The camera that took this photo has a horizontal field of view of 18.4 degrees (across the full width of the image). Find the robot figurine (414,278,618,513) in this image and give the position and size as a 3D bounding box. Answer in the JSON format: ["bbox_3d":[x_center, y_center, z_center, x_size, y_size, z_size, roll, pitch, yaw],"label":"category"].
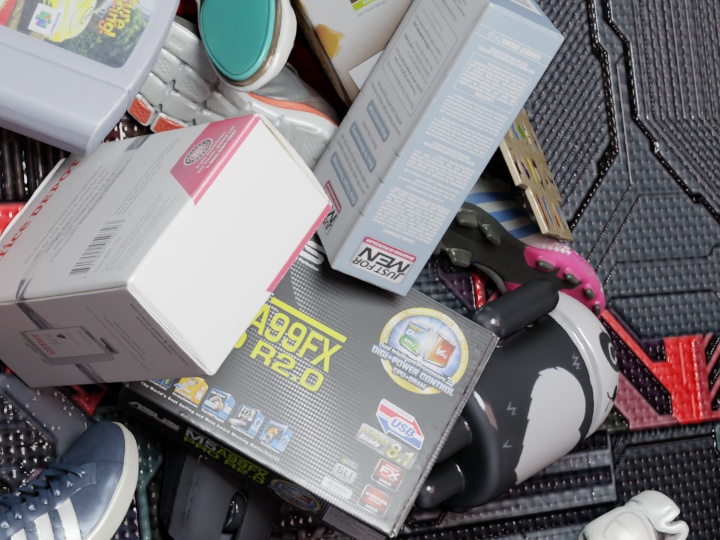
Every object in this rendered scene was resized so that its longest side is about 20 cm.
[{"bbox_3d":[0.094,0.091,1.571,0.200,0.150,0.125,-27,87,-37],"label":"robot figurine"}]

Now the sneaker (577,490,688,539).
[{"bbox_3d":[0.218,0.272,1.686,0.081,0.075,0.201,-17,92,-24],"label":"sneaker"}]

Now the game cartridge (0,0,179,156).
[{"bbox_3d":[-0.183,-0.178,1.417,0.133,0.041,0.201,21,69,-6],"label":"game cartridge"}]

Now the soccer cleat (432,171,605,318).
[{"bbox_3d":[0.113,-0.026,1.642,0.200,0.070,0.087,34,36,-40],"label":"soccer cleat"}]

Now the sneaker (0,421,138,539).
[{"bbox_3d":[-0.212,0.159,1.355,0.085,0.075,0.200,48,58,-27],"label":"sneaker"}]

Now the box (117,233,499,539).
[{"bbox_3d":[-0.033,0.065,1.443,0.200,0.044,0.161,30,65,1],"label":"box"}]

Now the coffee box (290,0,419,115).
[{"bbox_3d":[0.005,-0.166,1.504,0.080,0.114,0.200,-30,123,-2],"label":"coffee box"}]

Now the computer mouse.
[{"bbox_3d":[-0.080,0.132,1.476,0.138,0.053,0.201,5,80,-36],"label":"computer mouse"}]

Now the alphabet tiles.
[{"bbox_3d":[0.109,-0.099,1.584,0.200,0.006,0.167,8,59,-77],"label":"alphabet tiles"}]

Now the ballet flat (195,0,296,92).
[{"bbox_3d":[-0.076,-0.180,1.467,0.069,0.070,0.200,13,36,-36],"label":"ballet flat"}]

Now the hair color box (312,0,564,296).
[{"bbox_3d":[0.042,-0.096,1.429,0.060,0.099,0.200,22,112,-26],"label":"hair color box"}]

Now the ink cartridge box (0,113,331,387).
[{"bbox_3d":[-0.136,-0.010,1.362,0.083,0.200,0.147,50,57,-26],"label":"ink cartridge box"}]

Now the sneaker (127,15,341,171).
[{"bbox_3d":[-0.094,-0.127,1.508,0.200,0.077,0.082,33,33,-23],"label":"sneaker"}]
